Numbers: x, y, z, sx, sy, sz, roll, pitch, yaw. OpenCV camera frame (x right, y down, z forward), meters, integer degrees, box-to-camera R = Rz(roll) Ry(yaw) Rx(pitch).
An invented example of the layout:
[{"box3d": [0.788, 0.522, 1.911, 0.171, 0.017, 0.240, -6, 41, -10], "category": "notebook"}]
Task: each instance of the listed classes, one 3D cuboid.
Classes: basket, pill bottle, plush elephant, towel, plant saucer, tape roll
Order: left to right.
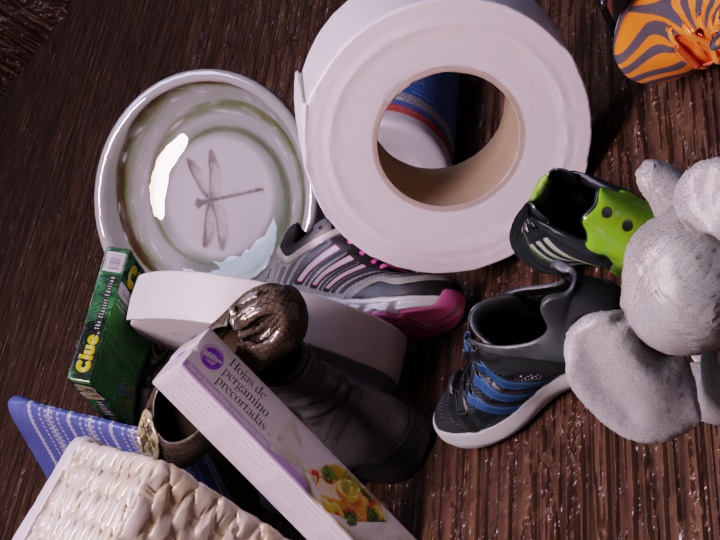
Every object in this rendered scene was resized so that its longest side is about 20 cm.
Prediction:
[{"box3d": [-0.164, 0.158, 1.589, 0.199, 0.145, 0.024, 9, 47, 37], "category": "towel"}, {"box3d": [-0.133, 0.239, 1.421, 0.161, 0.198, 0.201, -5, 54, 61], "category": "basket"}, {"box3d": [-0.115, -0.058, 1.701, 0.201, 0.200, 0.050, -52, -19, 16], "category": "plant saucer"}, {"box3d": [-0.066, 0.045, 1.538, 0.202, 0.202, 0.037, -11, 63, 64], "category": "tape roll"}, {"box3d": [0.024, -0.133, 1.733, 0.112, 0.112, 0.201, -44, 23, 33], "category": "pill bottle"}, {"box3d": [0.055, -0.102, 1.471, 0.203, 0.202, 0.071, -51, 21, 18], "category": "tape roll"}, {"box3d": [0.185, 0.008, 1.050, 0.165, 0.154, 0.201, -47, 21, 28], "category": "plush elephant"}]

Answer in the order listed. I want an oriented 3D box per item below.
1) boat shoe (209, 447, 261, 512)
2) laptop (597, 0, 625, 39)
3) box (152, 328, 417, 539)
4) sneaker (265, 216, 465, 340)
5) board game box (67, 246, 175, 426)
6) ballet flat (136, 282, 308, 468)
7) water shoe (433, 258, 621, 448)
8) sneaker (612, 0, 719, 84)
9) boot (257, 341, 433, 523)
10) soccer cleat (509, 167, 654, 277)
[{"box3d": [-0.115, 0.169, 1.674, 0.201, 0.073, 0.063, -59, 22, 19], "category": "boat shoe"}, {"box3d": [0.230, -0.256, 1.435, 0.187, 0.115, 0.202, 14, -98, -78], "category": "laptop"}, {"box3d": [-0.047, 0.124, 1.375, 0.041, 0.200, 0.039, -33, 14, 49], "category": "box"}, {"box3d": [0.000, 0.000, 1.569, 0.199, 0.073, 0.088, 1, 74, 48], "category": "sneaker"}, {"box3d": [-0.164, 0.071, 1.603, 0.200, 0.023, 0.105, 65, -141, -62], "category": "board game box"}, {"box3d": [-0.103, 0.072, 1.427, 0.200, 0.046, 0.068, -44, 62, 41], "category": "ballet flat"}, {"box3d": [0.094, 0.046, 1.333, 0.200, 0.079, 0.072, -36, 28, 48], "category": "water shoe"}, {"box3d": [0.221, -0.149, 1.324, 0.200, 0.077, 0.113, -36, 28, 47], "category": "sneaker"}, {"box3d": [-0.049, 0.106, 1.508, 0.200, 0.131, 0.070, -34, 31, 49], "category": "boot"}, {"box3d": [0.134, -0.035, 1.356, 0.068, 0.081, 0.200, -59, 19, -6], "category": "soccer cleat"}]
